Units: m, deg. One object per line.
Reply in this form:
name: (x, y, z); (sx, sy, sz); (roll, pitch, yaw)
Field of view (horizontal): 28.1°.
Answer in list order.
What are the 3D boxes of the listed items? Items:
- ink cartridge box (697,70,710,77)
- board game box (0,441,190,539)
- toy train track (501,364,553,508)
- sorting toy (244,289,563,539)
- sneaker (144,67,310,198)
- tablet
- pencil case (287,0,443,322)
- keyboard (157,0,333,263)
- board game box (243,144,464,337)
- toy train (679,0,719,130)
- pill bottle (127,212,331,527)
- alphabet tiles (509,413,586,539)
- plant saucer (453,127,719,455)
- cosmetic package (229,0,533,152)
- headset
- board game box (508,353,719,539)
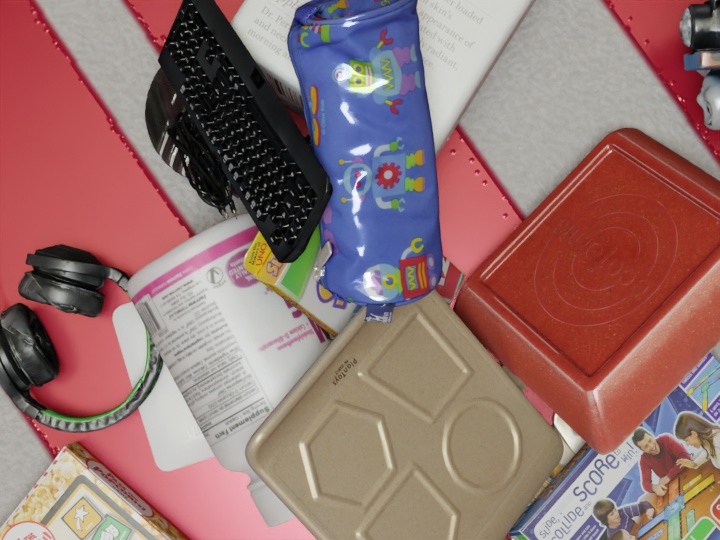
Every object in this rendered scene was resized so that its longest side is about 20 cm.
ink cartridge box: (0.386, -0.167, 1.075); (0.199, 0.041, 0.200); (40, 89, 2)
board game box: (-0.187, 0.250, 1.064); (0.200, 0.046, 0.152); (41, 89, 2)
toy train track: (0.112, 0.151, 1.066); (0.199, 0.033, 0.115); (39, 80, 3)
sorting toy: (0.033, 0.124, 0.986); (0.185, 0.036, 0.201); (-48, 110, -25)
sneaker: (-0.069, -0.084, 1.066); (0.200, 0.115, 0.076); (40, 109, 36)
tablet: (-0.077, 0.061, 1.087); (0.198, 0.014, 0.132); (-18, 88, 0)
pencil case: (0.003, -0.074, 0.897); (0.086, 0.078, 0.203); (-13, 109, -19)
keyboard: (-0.090, -0.085, 0.920); (0.039, 0.105, 0.201); (-7, 50, -34)
board game box: (0.000, 0.000, 1.005); (0.030, 0.200, 0.096); (20, 77, 42)
toy train: (0.325, -0.148, 1.015); (0.197, 0.087, 0.116); (-1, 95, 2)
pill bottle: (-0.072, 0.071, 1.023); (0.112, 0.113, 0.202); (-29, 88, 0)
alphabet tiles: (0.184, 0.200, 1.078); (0.199, 0.015, 0.196); (-37, 88, -1)
plant saucer: (0.175, -0.002, 1.008); (0.200, 0.200, 0.037); (-46, 131, 0)
cosmetic package: (0.027, -0.189, 1.018); (0.164, 0.165, 0.201); (34, 89, 1)
headset: (-0.237, 0.033, 1.049); (0.199, 0.094, 0.124); (36, 88, 2)
board game box: (0.220, 0.164, 1.042); (0.135, 0.034, 0.200); (45, 74, 2)
